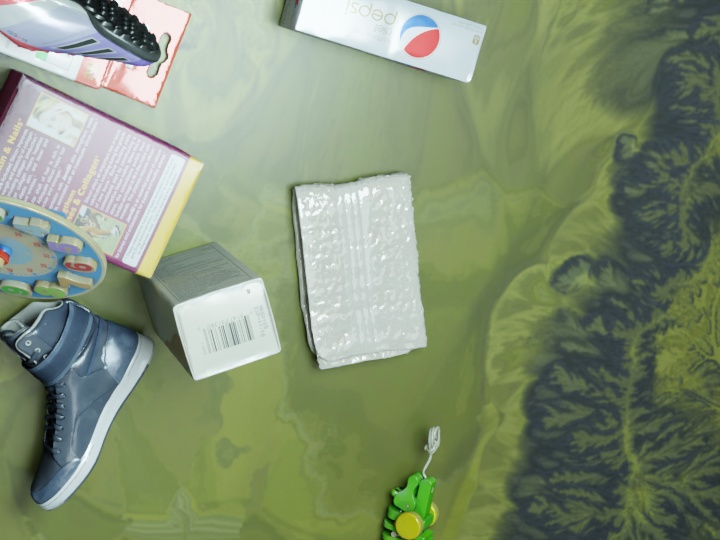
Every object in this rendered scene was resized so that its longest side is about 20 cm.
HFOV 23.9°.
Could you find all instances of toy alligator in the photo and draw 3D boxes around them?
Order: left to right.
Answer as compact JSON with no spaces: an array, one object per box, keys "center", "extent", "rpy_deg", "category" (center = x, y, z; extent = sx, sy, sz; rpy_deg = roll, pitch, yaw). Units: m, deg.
[{"center":[0.053,0.264,1.866],"extent":[0.054,0.059,0.201],"rpy_deg":[9,101,23],"category":"toy alligator"}]

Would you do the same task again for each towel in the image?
[{"center":[0.000,0.000,1.805],"extent":[0.132,0.034,0.201],"rpy_deg":[-9,102,-17],"category":"towel"}]

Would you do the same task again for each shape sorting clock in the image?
[{"center":[-0.341,-0.020,1.620],"extent":[0.199,0.200,0.039],"rpy_deg":[25,62,-20],"category":"shape sorting clock"}]

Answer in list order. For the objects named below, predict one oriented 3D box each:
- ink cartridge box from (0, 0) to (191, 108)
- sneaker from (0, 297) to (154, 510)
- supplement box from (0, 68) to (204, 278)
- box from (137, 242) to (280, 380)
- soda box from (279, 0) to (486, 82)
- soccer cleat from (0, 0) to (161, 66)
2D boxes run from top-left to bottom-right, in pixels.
[{"center":[-0.271,-0.240,1.663],"extent":[0.199,0.050,0.110],"rpy_deg":[21,94,-19],"category":"ink cartridge box"},{"center":[-0.315,0.126,1.702],"extent":[0.146,0.077,0.203],"rpy_deg":[32,81,-31],"category":"sneaker"},{"center":[-0.274,-0.095,1.664],"extent":[0.199,0.103,0.131],"rpy_deg":[26,92,-21],"category":"supplement box"},{"center":[-0.153,0.036,1.676],"extent":[0.094,0.200,0.078],"rpy_deg":[-18,105,-12],"category":"box"},{"center":[0.023,-0.250,1.742],"extent":[0.199,0.068,0.064],"rpy_deg":[14,96,-19],"category":"soda box"},{"center":[-0.286,-0.233,1.608],"extent":[0.199,0.068,0.073],"rpy_deg":[23,118,-24],"category":"soccer cleat"}]
